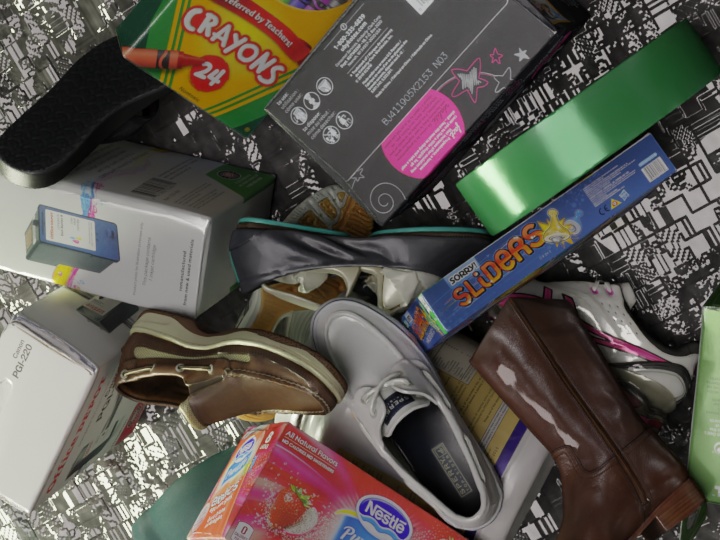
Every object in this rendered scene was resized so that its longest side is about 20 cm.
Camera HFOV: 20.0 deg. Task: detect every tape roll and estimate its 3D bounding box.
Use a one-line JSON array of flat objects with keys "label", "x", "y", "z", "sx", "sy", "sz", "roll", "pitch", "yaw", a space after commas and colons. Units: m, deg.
[{"label": "tape roll", "x": 0.161, "y": -0.100, "z": 1.442, "sx": 0.200, "sy": 0.200, "sz": 0.048, "roll": -36, "pitch": 89, "yaw": 23}]

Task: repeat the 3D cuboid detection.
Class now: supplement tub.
[{"label": "supplement tub", "x": 0.049, "y": 0.115, "z": 1.567, "sx": 0.199, "sy": 0.145, "sz": 0.146, "roll": 28, "pitch": 111, "yaw": 11}]

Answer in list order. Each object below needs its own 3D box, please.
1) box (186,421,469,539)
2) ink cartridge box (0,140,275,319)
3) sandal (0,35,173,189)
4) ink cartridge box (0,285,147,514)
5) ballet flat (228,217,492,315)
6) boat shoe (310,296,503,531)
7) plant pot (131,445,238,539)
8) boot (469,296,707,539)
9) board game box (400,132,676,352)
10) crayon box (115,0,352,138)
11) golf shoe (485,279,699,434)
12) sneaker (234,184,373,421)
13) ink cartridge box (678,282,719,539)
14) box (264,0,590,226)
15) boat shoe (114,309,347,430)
[{"label": "box", "x": -0.013, "y": 0.204, "z": 1.496, "sx": 0.199, "sy": 0.095, "sz": 0.100, "roll": 35, "pitch": 71, "yaw": -15}, {"label": "ink cartridge box", "x": -0.187, "y": -0.043, "z": 1.608, "sx": 0.199, "sy": 0.145, "sz": 0.088, "roll": 15, "pitch": 110, "yaw": 14}, {"label": "sandal", "x": -0.205, "y": -0.124, "z": 1.589, "sx": 0.075, "sy": 0.200, "sz": 0.048, "roll": 34, "pitch": 145, "yaw": 23}, {"label": "ink cartridge box", "x": -0.226, "y": 0.085, "z": 1.625, "sx": 0.084, "sy": 0.200, "sz": 0.146, "roll": 32, "pitch": 112, "yaw": 10}, {"label": "ballet flat", "x": 0.000, "y": 0.000, "z": 1.529, "sx": 0.198, "sy": 0.073, "sz": 0.074, "roll": 3, "pitch": 105, "yaw": 0}, {"label": "boat shoe", "x": 0.033, "y": 0.098, "z": 1.464, "sx": 0.074, "sy": 0.065, "sz": 0.200, "roll": -42, "pitch": 79, "yaw": 2}, {"label": "plant pot", "x": -0.063, "y": 0.210, "z": 1.617, "sx": 0.200, "sy": 0.200, "sz": 0.134, "roll": 38, "pitch": 95, "yaw": 7}, {"label": "boot", "x": 0.126, "y": 0.125, "z": 1.450, "sx": 0.201, "sy": 0.186, "sz": 0.064, "roll": 55, "pitch": 146, "yaw": 11}, {"label": "board game box", "x": 0.124, "y": -0.017, "z": 1.465, "sx": 0.199, "sy": 0.135, "sz": 0.035, "roll": -35, "pitch": 85, "yaw": -10}, {"label": "crayon box", "x": -0.074, "y": -0.211, "z": 1.537, "sx": 0.127, "sy": 0.051, "sz": 0.200, "roll": 32, "pitch": 110, "yaw": -30}, {"label": "golf shoe", "x": 0.164, "y": 0.039, "z": 1.557, "sx": 0.199, "sy": 0.073, "sz": 0.092, "roll": 35, "pitch": 87, "yaw": 7}, {"label": "sneaker", "x": -0.060, "y": 0.020, "z": 1.622, "sx": 0.075, "sy": 0.088, "sz": 0.201, "roll": 29, "pitch": 89, "yaw": -12}, {"label": "ink cartridge box", "x": 0.279, "y": 0.112, "z": 1.507, "sx": 0.059, "sy": 0.104, "sz": 0.202, "roll": 8, "pitch": 106, "yaw": 18}, {"label": "box", "x": 0.049, "y": -0.155, "z": 1.515, "sx": 0.132, "sy": 0.115, "sz": 0.200, "roll": 45, "pitch": 112, "yaw": 5}, {"label": "boat shoe", "x": -0.099, "y": 0.087, "z": 1.491, "sx": 0.201, "sy": 0.075, "sz": 0.075, "roll": 9, "pitch": 149, "yaw": 42}]
